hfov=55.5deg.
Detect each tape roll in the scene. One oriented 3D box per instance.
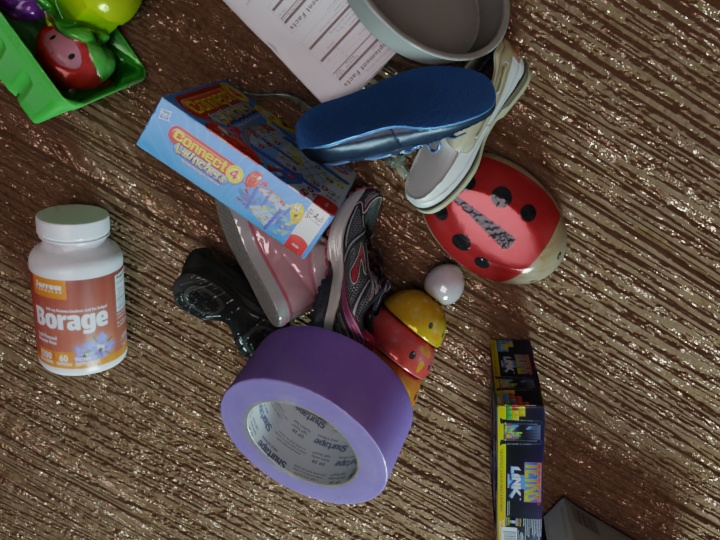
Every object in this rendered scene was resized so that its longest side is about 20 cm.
[{"bbox_3d":[-0.048,0.163,0.762,0.200,0.085,0.200,16,133,17],"label":"tape roll"}]

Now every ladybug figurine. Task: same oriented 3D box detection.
[{"bbox_3d":[0.153,-0.057,0.796,0.200,0.072,0.136,35,112,-6],"label":"ladybug figurine"}]

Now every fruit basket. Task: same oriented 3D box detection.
[{"bbox_3d":[-0.317,-0.288,0.743,0.215,0.156,0.216,12,123,19],"label":"fruit basket"}]

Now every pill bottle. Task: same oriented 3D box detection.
[{"bbox_3d":[-0.361,0.023,0.875,0.112,0.112,0.200,6,112,5],"label":"pill bottle"}]

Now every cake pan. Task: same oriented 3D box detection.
[{"bbox_3d":[0.059,-0.288,0.673,0.200,0.200,0.037,45,147,-10],"label":"cake pan"}]

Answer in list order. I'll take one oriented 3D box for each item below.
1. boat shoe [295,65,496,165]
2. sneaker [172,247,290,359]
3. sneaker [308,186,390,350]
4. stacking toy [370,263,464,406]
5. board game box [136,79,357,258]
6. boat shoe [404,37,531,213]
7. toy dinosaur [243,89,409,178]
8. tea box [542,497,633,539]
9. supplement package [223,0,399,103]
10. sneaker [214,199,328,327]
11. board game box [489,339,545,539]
[{"bbox_3d":[0.035,-0.155,0.692,0.200,0.069,0.084,-6,72,9],"label":"boat shoe"},{"bbox_3d":[-0.148,0.042,0.875,0.076,0.091,0.200,-28,127,20],"label":"sneaker"},{"bbox_3d":[0.000,0.000,0.804,0.075,0.081,0.200,7,82,20],"label":"sneaker"},{"bbox_3d":[0.055,0.072,0.845,0.146,0.146,0.200,37,95,-7],"label":"stacking toy"},{"bbox_3d":[-0.108,-0.119,0.740,0.196,0.200,0.056,35,110,-7],"label":"board game box"},{"bbox_3d":[0.103,-0.159,0.738,0.075,0.068,0.200,33,94,37],"label":"boat shoe"},{"bbox_3d":[-0.027,-0.162,0.771,0.200,0.088,0.048,25,96,5],"label":"toy dinosaur"},{"bbox_3d":[0.308,0.462,0.939,0.200,0.134,0.197,32,111,-5],"label":"tea box"},{"bbox_3d":[-0.053,-0.280,0.717,0.110,0.114,0.200,-42,102,20],"label":"supplement package"},{"bbox_3d":[-0.102,-0.038,0.845,0.105,0.075,0.200,-25,82,-22],"label":"sneaker"},{"bbox_3d":[0.190,0.210,0.842,0.057,0.165,0.200,-1,111,9],"label":"board game box"}]
